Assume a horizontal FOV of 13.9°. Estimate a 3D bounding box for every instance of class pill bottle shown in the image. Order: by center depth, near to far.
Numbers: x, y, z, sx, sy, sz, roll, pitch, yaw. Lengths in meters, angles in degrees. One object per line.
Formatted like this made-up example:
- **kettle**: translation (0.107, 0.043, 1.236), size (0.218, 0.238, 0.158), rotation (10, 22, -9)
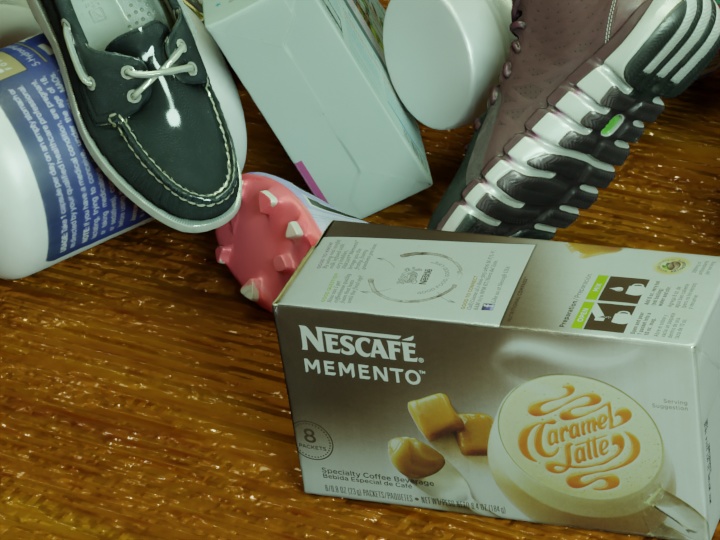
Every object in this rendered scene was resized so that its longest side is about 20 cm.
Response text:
- **pill bottle**: translation (-0.173, -0.064, 1.592), size (0.200, 0.120, 0.120), rotation (-25, 36, -26)
- **pill bottle**: translation (0.115, -0.141, 1.641), size (0.200, 0.112, 0.112), rotation (-18, 32, -31)

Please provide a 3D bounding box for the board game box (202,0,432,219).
- **board game box**: translation (-0.030, -0.137, 1.648), size (0.064, 0.148, 0.200), rotation (-26, 31, 10)

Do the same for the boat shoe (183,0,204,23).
- **boat shoe**: translation (-0.152, -0.170, 1.801), size (0.201, 0.072, 0.061), rotation (17, 35, 29)

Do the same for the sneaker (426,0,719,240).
- **sneaker**: translation (0.091, -0.099, 1.536), size (0.076, 0.200, 0.116), rotation (20, 31, -52)

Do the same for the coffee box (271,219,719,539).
- **coffee box**: translation (0.071, 0.049, 1.366), size (0.200, 0.115, 0.080), rotation (6, 35, 20)

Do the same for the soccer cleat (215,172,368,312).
- **soccer cleat**: translation (0.000, 0.000, 1.521), size (0.076, 0.067, 0.200), rotation (1, 17, -41)

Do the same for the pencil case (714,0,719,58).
- **pencil case**: translation (0.228, -0.077, 1.480), size (0.088, 0.088, 0.200), rotation (-4, 69, 5)

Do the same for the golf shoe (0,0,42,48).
- **golf shoe**: translation (-0.270, -0.114, 1.756), size (0.200, 0.075, 0.092), rotation (-13, 68, -31)

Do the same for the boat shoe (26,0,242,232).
- **boat shoe**: translation (-0.120, -0.113, 1.528), size (0.076, 0.060, 0.200), rotation (-28, 75, -25)
